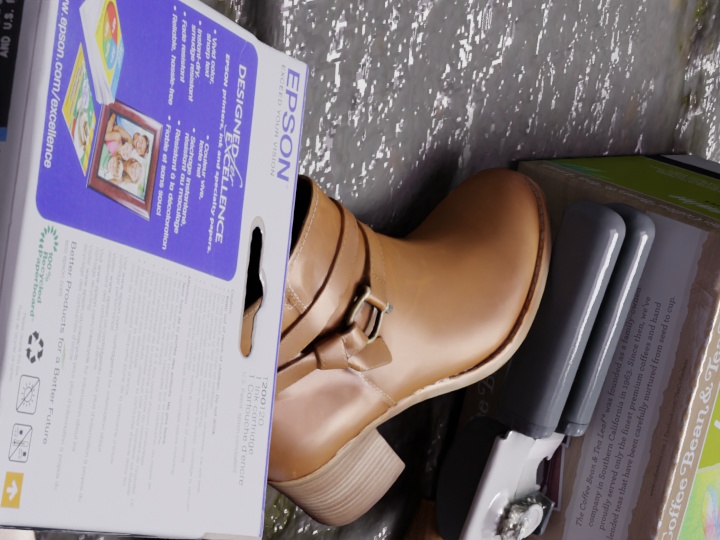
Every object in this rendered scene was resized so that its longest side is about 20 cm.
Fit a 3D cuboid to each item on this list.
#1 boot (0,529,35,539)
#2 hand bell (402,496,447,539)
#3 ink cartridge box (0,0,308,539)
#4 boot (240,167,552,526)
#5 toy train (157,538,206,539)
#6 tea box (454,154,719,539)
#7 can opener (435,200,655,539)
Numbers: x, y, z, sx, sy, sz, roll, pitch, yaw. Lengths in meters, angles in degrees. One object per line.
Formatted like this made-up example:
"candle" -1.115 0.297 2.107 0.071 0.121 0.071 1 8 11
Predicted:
"boot" -0.179 0.122 0.697 0.146 0.070 0.201 -15 112 -38
"hand bell" 0.026 0.217 1.053 0.104 0.104 0.201 3 93 -54
"ink cartridge box" -0.085 -0.003 0.735 0.200 0.043 0.199 21 73 -64
"boot" 0.000 0.000 0.900 0.200 0.077 0.155 -50 138 -13
"toy train" -0.051 0.170 0.944 0.046 0.034 0.200 -48 141 -23
"tea box" 0.163 0.052 1.082 0.196 0.133 0.201 -7 114 -51
"can opener" 0.082 0.057 0.986 0.052 0.066 0.201 -1 118 -51
